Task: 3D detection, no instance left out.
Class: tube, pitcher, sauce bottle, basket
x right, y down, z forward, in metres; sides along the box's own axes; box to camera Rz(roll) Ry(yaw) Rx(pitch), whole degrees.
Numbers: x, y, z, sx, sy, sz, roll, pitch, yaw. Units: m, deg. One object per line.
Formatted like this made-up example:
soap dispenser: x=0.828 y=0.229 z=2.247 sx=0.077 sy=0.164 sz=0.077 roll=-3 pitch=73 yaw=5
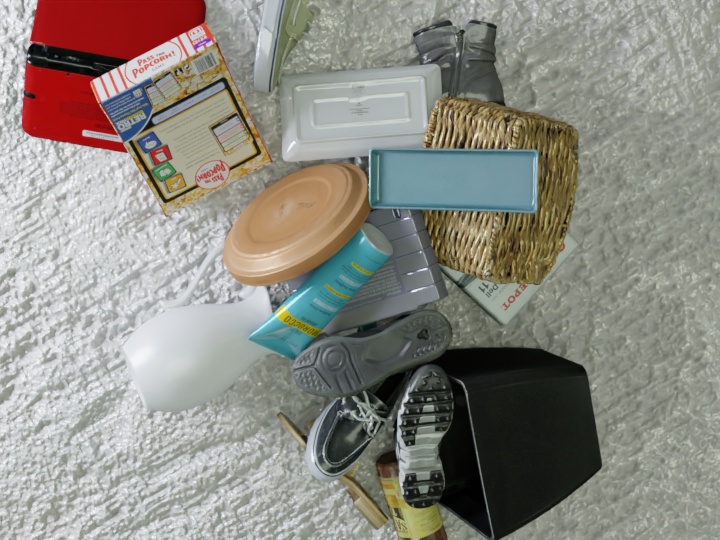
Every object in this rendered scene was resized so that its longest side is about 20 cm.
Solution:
tube: x=-0.044 y=0.028 z=1.632 sx=0.077 sy=0.051 sz=0.200 roll=30 pitch=117 yaw=-29
pitcher: x=-0.194 y=0.070 z=1.695 sx=0.199 sy=0.121 sz=0.173 roll=-23 pitch=90 yaw=-14
sauce bottle: x=0.076 y=0.329 z=1.792 sx=0.066 sy=0.066 sz=0.202 roll=-19 pitch=99 yaw=-4
basket: x=0.161 y=-0.095 z=1.650 sx=0.142 sy=0.148 sz=0.202 roll=2 pitch=103 yaw=-44

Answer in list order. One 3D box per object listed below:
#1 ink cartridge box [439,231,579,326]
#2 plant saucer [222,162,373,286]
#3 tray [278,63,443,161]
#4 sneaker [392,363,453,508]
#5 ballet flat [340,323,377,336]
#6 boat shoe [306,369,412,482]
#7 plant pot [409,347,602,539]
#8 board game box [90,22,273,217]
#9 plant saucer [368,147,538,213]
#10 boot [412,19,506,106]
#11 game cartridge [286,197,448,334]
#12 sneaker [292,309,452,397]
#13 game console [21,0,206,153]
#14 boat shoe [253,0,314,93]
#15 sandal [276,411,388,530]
ink cartridge box: x=0.152 y=-0.050 z=1.732 sx=0.200 sy=0.083 sz=0.147 roll=41 pitch=92 yaw=-13
plant saucer: x=-0.078 y=-0.062 z=1.641 sx=0.200 sy=0.200 sz=0.032 roll=-34 pitch=122 yaw=-1
tray: x=0.001 y=-0.192 z=1.669 sx=0.198 sy=0.022 sz=0.108 roll=-4 pitch=81 yaw=3
sneaker: x=0.070 y=0.186 z=1.682 sx=0.066 sy=0.091 sz=0.201 roll=-4 pitch=122 yaw=-9
ballet flat: x=-0.024 y=0.011 z=1.737 sx=0.071 sy=0.072 sz=0.202 roll=-10 pitch=98 yaw=-6
boat shoe: x=0.006 y=0.173 z=1.712 sx=0.074 sy=0.068 sz=0.200 roll=44 pitch=62 yaw=-5
plant pot: x=0.187 y=0.196 z=1.730 sx=0.176 sy=0.199 sz=0.202 roll=-13 pitch=100 yaw=-16
board game box: x=-0.206 y=-0.173 z=1.630 sx=0.151 sy=0.046 sz=0.201 roll=-27 pitch=137 yaw=-3
plant saucer: x=0.105 y=-0.102 z=1.563 sx=0.198 sy=0.019 sz=0.071 roll=3 pitch=96 yaw=20
boot: x=0.079 y=-0.233 z=1.711 sx=0.198 sy=0.070 sz=0.133 roll=-11 pitch=89 yaw=-4
game cartridge: x=0.000 y=0.000 z=1.662 sx=0.199 sy=0.038 sz=0.131 roll=-16 pitch=99 yaw=31
sneaker: x=0.019 y=0.103 z=1.675 sx=0.198 sy=0.114 sz=0.077 roll=-22 pitch=81 yaw=5
game console: x=-0.298 y=-0.246 z=1.674 sx=0.198 sy=0.119 sz=0.173 roll=9 pitch=129 yaw=-8
boat shoe: x=-0.086 y=-0.310 z=1.666 sx=0.061 sy=0.072 sz=0.202 roll=12 pitch=95 yaw=-7
sandal: x=-0.017 y=0.234 z=1.763 sx=0.070 sy=0.078 sz=0.212 roll=-40 pitch=110 yaw=-2
